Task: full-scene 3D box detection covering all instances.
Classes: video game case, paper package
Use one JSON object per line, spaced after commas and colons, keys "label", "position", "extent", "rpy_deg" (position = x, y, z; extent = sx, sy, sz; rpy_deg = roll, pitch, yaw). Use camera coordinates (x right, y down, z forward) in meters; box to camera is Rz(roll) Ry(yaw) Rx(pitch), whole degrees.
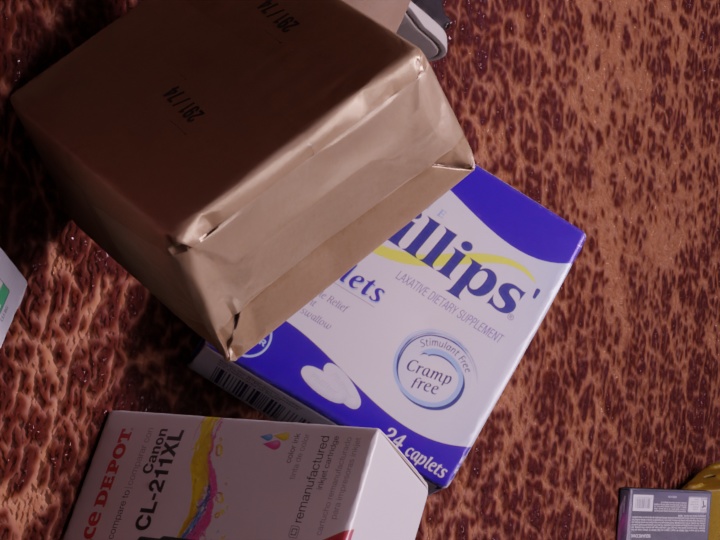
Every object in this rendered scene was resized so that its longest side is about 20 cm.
{"label": "video game case", "position": [0.320, 0.334, 2.216], "extent": [0.142, 0.019, 0.202], "rpy_deg": [8, 87, -44]}
{"label": "paper package", "position": [-0.069, -0.076, 1.186], "extent": [0.190, 0.200, 0.104], "rpy_deg": [-38, 133, -16]}

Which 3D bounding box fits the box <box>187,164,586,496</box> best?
{"label": "box", "position": [0.016, 0.020, 1.369], "extent": [0.201, 0.183, 0.105], "rpy_deg": [-60, -177, -16]}

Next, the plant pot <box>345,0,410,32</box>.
{"label": "plant pot", "position": [-0.031, -0.210, 1.347], "extent": [0.200, 0.199, 0.176], "rpy_deg": [-36, 141, -57]}

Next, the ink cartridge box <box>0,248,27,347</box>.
{"label": "ink cartridge box", "position": [-0.257, 0.015, 1.050], "extent": [0.200, 0.050, 0.162], "rpy_deg": [61, 40, -50]}

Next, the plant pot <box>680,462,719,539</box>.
{"label": "plant pot", "position": [0.442, 0.322, 2.330], "extent": [0.194, 0.194, 0.202], "rpy_deg": [-24, 106, -61]}

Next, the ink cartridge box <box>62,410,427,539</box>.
{"label": "ink cartridge box", "position": [-0.078, 0.171, 1.255], "extent": [0.083, 0.199, 0.147], "rpy_deg": [52, 47, -49]}

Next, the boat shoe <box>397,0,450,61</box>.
{"label": "boat shoe", "position": [0.011, -0.221, 1.529], "extent": [0.200, 0.073, 0.061], "rpy_deg": [35, 53, -53]}
